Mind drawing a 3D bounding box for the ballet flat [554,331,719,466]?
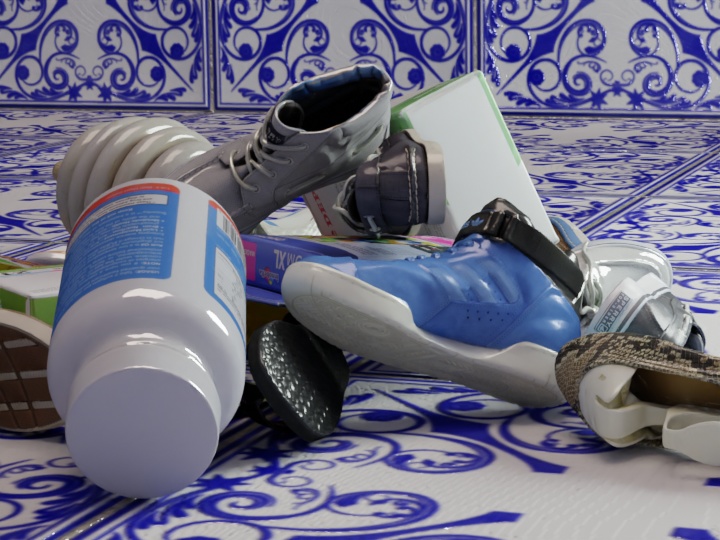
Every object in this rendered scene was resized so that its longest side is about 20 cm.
[{"bbox_3d":[0.182,0.078,1.114,0.199,0.068,0.075,9,29,35],"label":"ballet flat"}]

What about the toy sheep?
[{"bbox_3d":[-0.160,-0.051,1.467,0.199,0.139,0.137,12,15,35],"label":"toy sheep"}]

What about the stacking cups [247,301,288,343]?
[{"bbox_3d":[-0.056,0.020,1.522,0.060,0.061,0.200,1,4,11],"label":"stacking cups"}]

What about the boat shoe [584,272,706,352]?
[{"bbox_3d":[0.195,0.045,1.300,0.068,0.072,0.200,36,3,11],"label":"boat shoe"}]

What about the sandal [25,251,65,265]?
[{"bbox_3d":[-0.167,-0.011,1.596,0.204,0.060,0.079,2,-25,-4],"label":"sandal"}]

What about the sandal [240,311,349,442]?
[{"bbox_3d":[-0.045,0.068,1.203,0.048,0.076,0.200,-29,0,9],"label":"sandal"}]

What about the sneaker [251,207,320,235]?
[{"bbox_3d":[-0.066,-0.014,1.710,0.199,0.072,0.072,-15,-19,-34],"label":"sneaker"}]

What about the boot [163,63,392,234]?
[{"bbox_3d":[-0.067,-0.083,1.358,0.199,0.074,0.096,-29,-20,-17],"label":"boot"}]

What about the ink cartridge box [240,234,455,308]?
[{"bbox_3d":[0.000,0.000,1.303,0.198,0.042,0.119,-3,9,-34],"label":"ink cartridge box"}]

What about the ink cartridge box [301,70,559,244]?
[{"bbox_3d":[0.042,-0.058,1.513,0.087,0.146,0.200,-30,9,-28],"label":"ink cartridge box"}]

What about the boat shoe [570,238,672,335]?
[{"bbox_3d":[0.144,0.023,1.393,0.200,0.075,0.086,-8,11,-19],"label":"boat shoe"}]

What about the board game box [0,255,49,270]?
[{"bbox_3d":[-0.228,0.012,1.486,0.199,0.030,0.095,10,2,-33],"label":"board game box"}]

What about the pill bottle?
[{"bbox_3d":[-0.120,0.038,1.115,0.111,0.113,0.200,-1,28,-2],"label":"pill bottle"}]

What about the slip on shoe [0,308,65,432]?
[{"bbox_3d":[-0.233,0.058,1.234,0.199,0.077,0.060,-3,12,39],"label":"slip on shoe"}]

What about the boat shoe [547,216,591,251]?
[{"bbox_3d":[0.142,0.000,1.541,0.072,0.073,0.200,-5,10,-19],"label":"boat shoe"}]

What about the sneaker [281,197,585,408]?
[{"bbox_3d":[0.050,0.003,1.218,0.198,0.112,0.077,19,-23,-15],"label":"sneaker"}]

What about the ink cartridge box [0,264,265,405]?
[{"bbox_3d":[-0.150,0.043,1.293,0.147,0.077,0.199,-7,10,-32],"label":"ink cartridge box"}]

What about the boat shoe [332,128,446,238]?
[{"bbox_3d":[0.012,-0.057,1.310,0.062,0.073,0.200,-4,2,-8],"label":"boat shoe"}]
